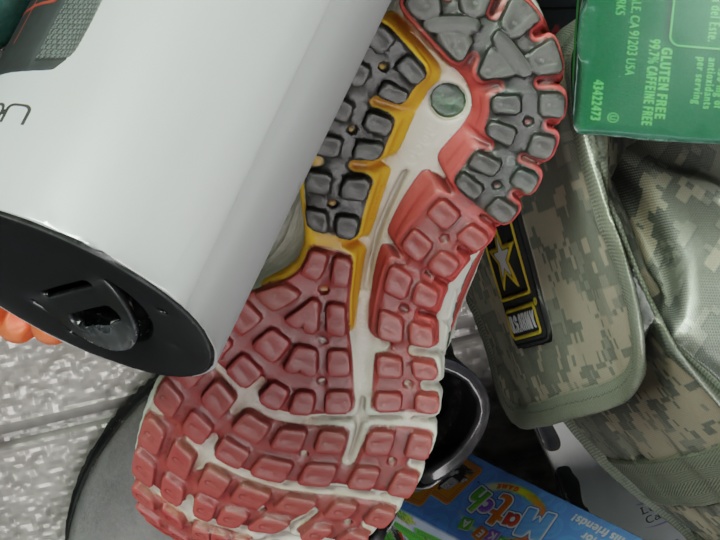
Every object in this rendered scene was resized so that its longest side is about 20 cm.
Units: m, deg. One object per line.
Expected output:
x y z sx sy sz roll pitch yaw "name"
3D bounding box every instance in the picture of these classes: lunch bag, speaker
0.109 0.010 0.768 0.200 0.164 0.118 40 77 -5 "lunch bag"
-0.030 -0.076 0.632 0.081 0.081 0.201 39 66 -35 "speaker"

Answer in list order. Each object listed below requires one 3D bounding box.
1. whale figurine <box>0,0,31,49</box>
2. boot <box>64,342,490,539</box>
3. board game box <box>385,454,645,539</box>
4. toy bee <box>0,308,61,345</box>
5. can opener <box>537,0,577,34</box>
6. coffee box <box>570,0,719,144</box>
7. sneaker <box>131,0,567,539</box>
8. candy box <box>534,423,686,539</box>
-0.153 -0.079 0.617 0.199 0.104 0.160 -33 141 -22 "whale figurine"
-0.038 0.073 0.863 0.070 0.132 0.200 31 112 -17 "boot"
0.083 0.136 0.916 0.037 0.199 0.152 -46 131 -20 "board game box"
-0.074 -0.022 0.800 0.199 0.131 0.109 19 78 -20 "toy bee"
0.051 -0.091 0.812 0.199 0.064 0.079 6 144 -21 "can opener"
0.154 -0.088 0.633 0.199 0.044 0.124 3 120 4 "coffee box"
0.000 0.000 0.722 0.078 0.082 0.201 27 112 -9 "sneaker"
0.151 0.055 0.947 0.167 0.072 0.201 -22 130 2 "candy box"
